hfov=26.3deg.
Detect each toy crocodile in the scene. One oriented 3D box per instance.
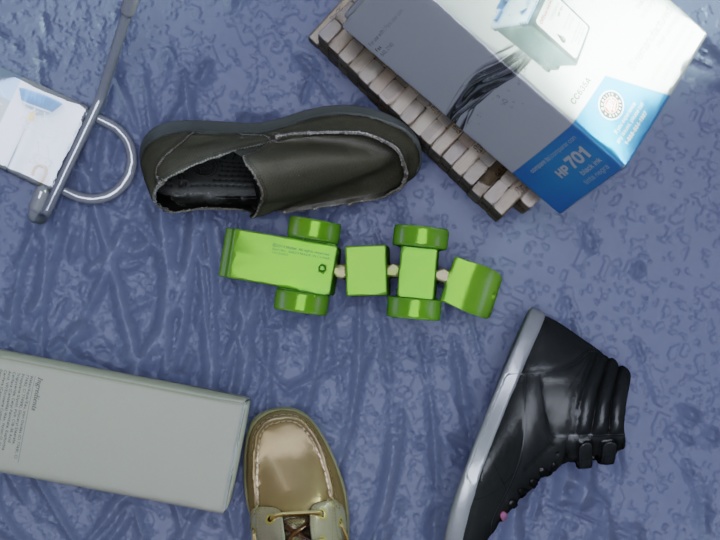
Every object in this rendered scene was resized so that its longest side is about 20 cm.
[{"bbox_3d":[0.000,0.000,1.085,0.199,0.062,0.068,5,88,4],"label":"toy crocodile"}]

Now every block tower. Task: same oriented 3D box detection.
[{"bbox_3d":[0.051,-0.117,1.088,0.200,0.058,0.054,44,87,2],"label":"block tower"}]

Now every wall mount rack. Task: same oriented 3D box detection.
[{"bbox_3d":[-0.240,-0.135,1.073,0.200,0.075,0.174,24,88,-1],"label":"wall mount rack"}]

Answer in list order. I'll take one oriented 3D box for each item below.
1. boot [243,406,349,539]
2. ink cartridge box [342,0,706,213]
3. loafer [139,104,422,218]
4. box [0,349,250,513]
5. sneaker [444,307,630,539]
[{"bbox_3d":[-0.041,0.193,1.024,0.073,0.155,0.201,-6,88,-1],"label":"boot"},{"bbox_3d":[0.112,-0.162,1.039,0.200,0.086,0.147,40,58,-8],"label":"ink cartridge box"},{"bbox_3d":[-0.056,-0.064,1.066,0.199,0.070,0.075,-5,129,6],"label":"loafer"},{"bbox_3d":[-0.181,0.109,1.069,0.199,0.068,0.082,12,88,-1],"label":"box"},{"bbox_3d":[0.126,0.135,1.071,0.099,0.071,0.200,22,84,5],"label":"sneaker"}]
